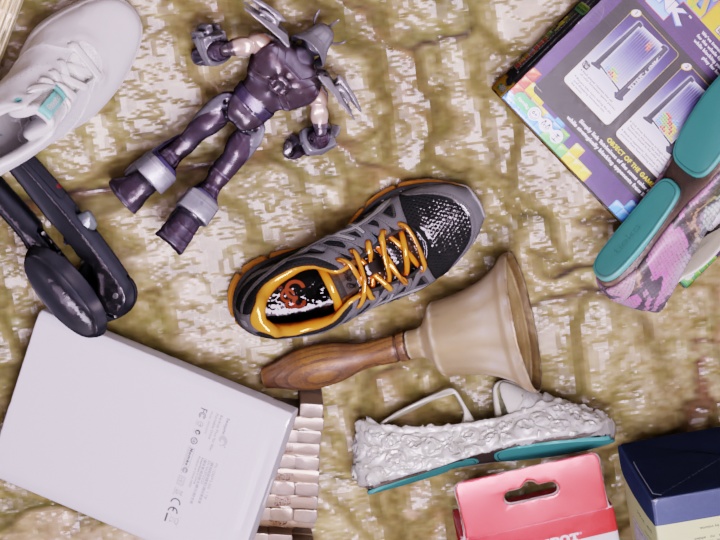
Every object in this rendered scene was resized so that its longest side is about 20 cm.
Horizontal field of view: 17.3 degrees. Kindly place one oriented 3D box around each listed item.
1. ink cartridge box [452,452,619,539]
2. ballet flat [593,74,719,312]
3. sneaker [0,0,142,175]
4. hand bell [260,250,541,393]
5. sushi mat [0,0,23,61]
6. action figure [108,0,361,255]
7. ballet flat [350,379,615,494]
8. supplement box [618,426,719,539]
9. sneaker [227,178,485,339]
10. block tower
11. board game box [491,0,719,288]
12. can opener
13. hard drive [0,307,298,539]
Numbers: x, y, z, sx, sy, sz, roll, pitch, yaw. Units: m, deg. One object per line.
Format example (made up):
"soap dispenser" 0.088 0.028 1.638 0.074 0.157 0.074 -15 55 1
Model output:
"ink cartridge box" 0.138 0.231 1.767 0.116 0.067 0.201 -12 103 -1
"ballet flat" 0.241 -0.056 1.658 0.071 0.069 0.200 27 104 -28
"sneaker" -0.218 -0.117 1.629 0.200 0.088 0.075 -44 108 -19
"hand bell" 0.024 0.057 1.725 0.199 0.104 0.104 -12 104 13
"sushi mat" -0.300 -0.155 1.659 0.095 0.012 0.201 20 92 0
"action figure" -0.087 -0.109 1.678 0.130 0.069 0.200 45 93 -5
"ballet flat" 0.087 0.115 1.741 0.199 0.072 0.072 -12 103 -1
"supplement box" 0.302 0.219 1.680 0.199 0.134 0.201 -9 103 -1
"sneaker" 0.000 0.000 1.701 0.200 0.077 0.078 -28 102 2
"block tower" -0.060 0.188 1.751 0.058 0.054 0.201 4 102 -5
"board game box" 0.221 -0.116 1.699 0.165 0.057 0.200 -44 102 4
"can opener" -0.231 -0.043 1.686 0.063 0.079 0.200 -34 90 -1
"hard drive" -0.158 0.124 1.713 0.199 0.026 0.132 22 104 9
